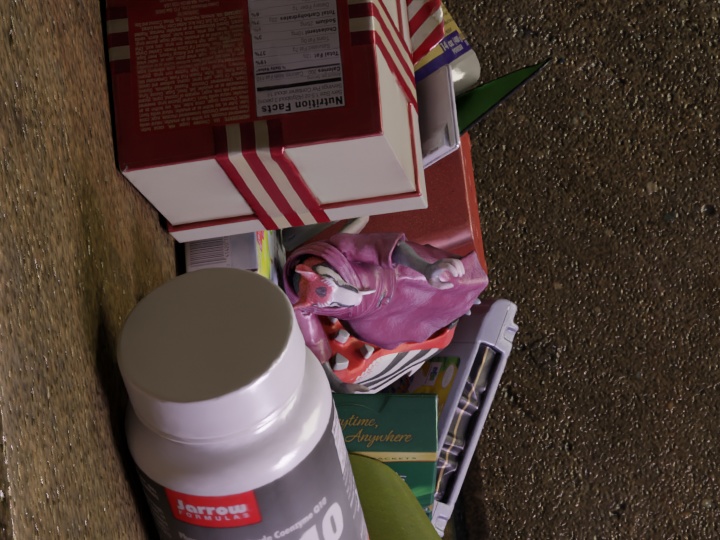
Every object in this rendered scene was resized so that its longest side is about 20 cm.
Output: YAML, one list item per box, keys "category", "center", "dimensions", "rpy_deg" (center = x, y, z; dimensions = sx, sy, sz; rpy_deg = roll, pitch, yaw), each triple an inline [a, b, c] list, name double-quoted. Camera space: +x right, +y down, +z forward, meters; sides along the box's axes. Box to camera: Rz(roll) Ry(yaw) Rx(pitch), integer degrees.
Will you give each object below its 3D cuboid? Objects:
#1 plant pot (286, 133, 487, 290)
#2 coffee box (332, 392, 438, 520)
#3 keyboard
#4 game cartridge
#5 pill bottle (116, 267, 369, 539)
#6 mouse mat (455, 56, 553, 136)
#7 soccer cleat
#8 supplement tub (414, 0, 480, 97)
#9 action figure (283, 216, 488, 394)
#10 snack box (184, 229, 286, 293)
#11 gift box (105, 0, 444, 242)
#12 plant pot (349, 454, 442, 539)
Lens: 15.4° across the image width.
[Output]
- category: "plant pot"
  center: [-0.001, -0.055, 2.012]
  dimensions: [0.200, 0.175, 0.201]
  rpy_deg: [65, 17, -70]
- category: "coffee box"
  center: [-0.009, 0.133, 1.809]
  dimensions: [0.200, 0.122, 0.044]
  rpy_deg: [95, -3, -69]
- category: "keyboard"
  center: [0.002, -0.071, 1.722]
  dimensions: [0.200, 0.011, 0.057]
  rpy_deg: [-30, -126, 50]
- category: "game cartridge"
  center: [0.049, 0.115, 2.054]
  dimensions: [0.133, 0.040, 0.201]
  rpy_deg: [-7, -120, 65]
- category: "pill bottle"
  center: [-0.064, 0.103, 1.440]
  dimensions: [0.114, 0.113, 0.201]
  rpy_deg: [-93, 172, -46]
- category: "mouse mat"
  center: [0.040, -0.085, 1.818]
  dimensions: [0.008, 0.161, 0.200]
  rpy_deg: [53, -18, -9]
- category: "soccer cleat"
  center: [-0.014, 0.063, 1.930]
  dimensions: [0.069, 0.199, 0.085]
  rpy_deg: [53, -47, 22]
- category: "supplement tub"
  center: [-0.024, -0.181, 1.865]
  dimensions: [0.201, 0.145, 0.145]
  rpy_deg: [57, 7, -3]
- category: "action figure"
  center: [0.000, 0.000, 1.781]
  dimensions: [0.149, 0.134, 0.200]
  rpy_deg: [50, 18, 22]
- category: "snack box"
  center: [-0.084, -0.044, 1.770]
  dimensions: [0.143, 0.053, 0.201]
  rpy_deg: [77, 7, -58]
- category: "gift box"
  center: [-0.048, -0.134, 1.605]
  dimensions: [0.187, 0.183, 0.202]
  rpy_deg: [57, 32, -73]
- category: "plant pot"
  center: [-0.002, 0.221, 1.671]
  dimensions: [0.190, 0.199, 0.201]
  rpy_deg: [-110, -174, -51]
